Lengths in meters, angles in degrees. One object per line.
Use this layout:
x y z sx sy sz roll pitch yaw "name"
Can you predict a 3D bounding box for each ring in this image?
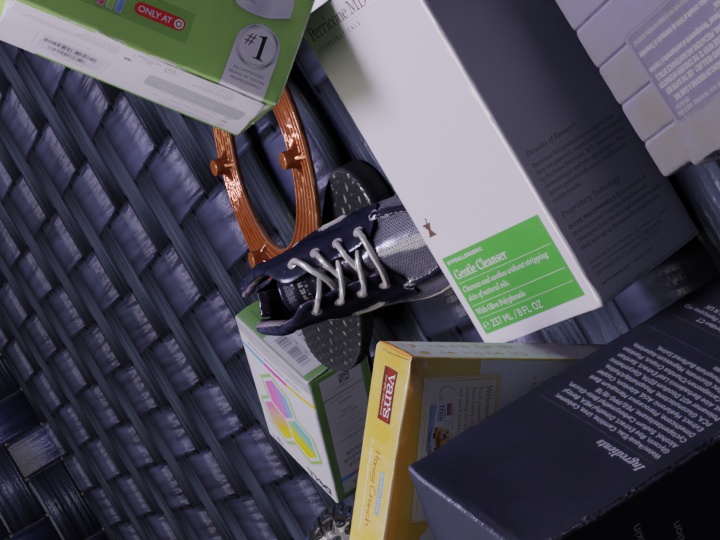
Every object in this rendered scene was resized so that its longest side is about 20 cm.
-0.075 -0.078 1.477 0.200 0.019 0.201 165 90 -69 "ring"

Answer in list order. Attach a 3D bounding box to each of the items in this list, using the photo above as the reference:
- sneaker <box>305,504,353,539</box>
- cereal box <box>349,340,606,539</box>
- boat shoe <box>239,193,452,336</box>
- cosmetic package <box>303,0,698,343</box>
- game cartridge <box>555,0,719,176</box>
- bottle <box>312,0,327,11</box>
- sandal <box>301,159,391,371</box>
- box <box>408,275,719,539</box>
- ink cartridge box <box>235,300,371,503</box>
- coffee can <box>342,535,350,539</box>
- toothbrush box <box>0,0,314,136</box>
0.048 0.237 1.645 0.200 0.077 0.085 12 163 48 "sneaker"
0.093 0.109 1.052 0.040 0.200 0.144 25 109 59 "cereal box"
0.000 0.000 1.311 0.200 0.093 0.075 -27 89 59 "boat shoe"
0.069 -0.074 1.048 0.200 0.085 0.108 58 147 -3 "cosmetic package"
0.149 -0.121 0.886 0.130 0.038 0.200 55 161 2 "game cartridge"
-0.059 -0.245 1.182 0.200 0.065 0.084 61 162 -3 "bottle"
0.000 0.001 1.450 0.075 0.048 0.200 52 148 26 "sandal"
0.156 0.141 1.000 0.117 0.200 0.197 30 145 56 "box"
-0.032 0.117 1.673 0.104 0.059 0.200 42 155 40 "ink cartridge box"
0.042 0.239 1.443 0.146 0.200 0.146 50 160 26 "coffee can"
-0.086 -0.192 1.056 0.146 0.200 0.086 21 168 -13 "toothbrush box"
